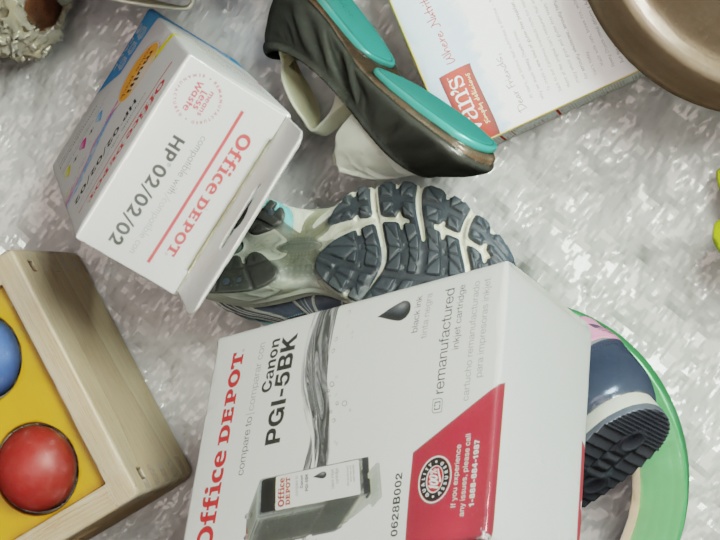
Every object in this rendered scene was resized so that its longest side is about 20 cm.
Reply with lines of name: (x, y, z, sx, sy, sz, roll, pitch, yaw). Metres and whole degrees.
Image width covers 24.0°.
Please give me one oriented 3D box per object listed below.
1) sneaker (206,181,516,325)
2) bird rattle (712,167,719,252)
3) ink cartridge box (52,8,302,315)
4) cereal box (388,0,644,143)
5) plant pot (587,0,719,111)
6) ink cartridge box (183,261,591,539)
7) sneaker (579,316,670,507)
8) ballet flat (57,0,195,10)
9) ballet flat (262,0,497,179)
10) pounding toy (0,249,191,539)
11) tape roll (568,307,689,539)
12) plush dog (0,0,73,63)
sneaker: (0.000, 0.000, 0.956, 0.198, 0.086, 0.078, 6, 69, 25)
bird rattle: (0.287, -0.005, 0.896, 0.162, 0.113, 0.201, -33, 86, -7)
ink cartridge box: (-0.105, -0.065, 0.925, 0.067, 0.200, 0.116, 30, 97, -22)
cereal box: (0.116, -0.169, 0.961, 0.198, 0.040, 0.145, -23, 85, 11)
plant pot: (0.224, -0.196, 0.839, 0.198, 0.175, 0.203, 2, 79, -12)
ink cartridge box: (0.011, 0.095, 0.865, 0.199, 0.083, 0.148, -16, 54, 36)
sneaker: (0.071, 0.103, 0.917, 0.199, 0.070, 0.083, -34, 50, 16)
ballet flat: (-0.085, -0.186, 0.985, 0.197, 0.067, 0.064, -7, 102, -4)
ballet flat: (0.005, -0.094, 0.949, 0.069, 0.068, 0.200, -56, 46, 19)
pounding toy: (-0.228, 0.118, 0.980, 0.199, 0.142, 0.185, -31, 83, 10)
tape roll: (0.086, 0.118, 0.960, 0.198, 0.048, 0.203, 0, 90, 12)
plush dog: (-0.299, -0.153, 1.002, 0.160, 0.199, 0.173, 22, 83, 44)
